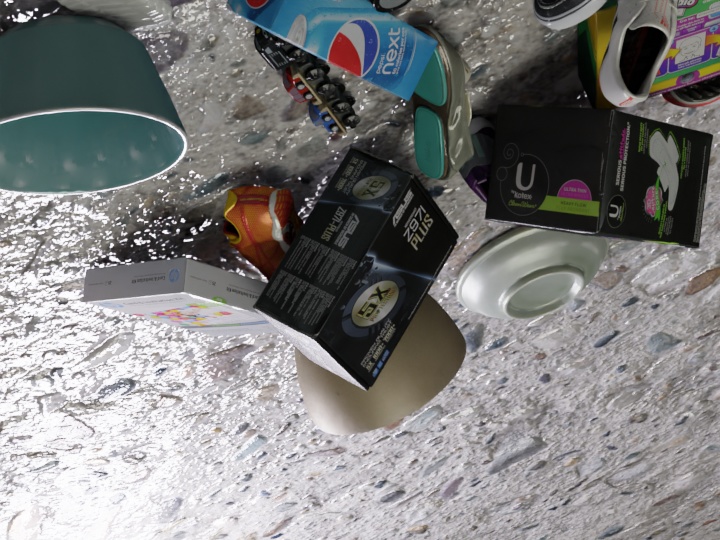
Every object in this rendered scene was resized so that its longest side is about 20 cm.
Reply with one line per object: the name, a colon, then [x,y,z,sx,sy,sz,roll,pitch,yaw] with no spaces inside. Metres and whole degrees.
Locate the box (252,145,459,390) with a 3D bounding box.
box: [0.000,0.000,1.829,0.201,0.086,0.164,-58,150,-10]

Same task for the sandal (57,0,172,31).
sandal: [-0.217,-0.247,1.429,0.082,0.050,0.203,-9,166,11]

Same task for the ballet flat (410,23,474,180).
ballet flat: [0.081,-0.175,1.714,0.064,0.067,0.201,-39,146,-26]

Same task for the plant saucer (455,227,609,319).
plant saucer: [0.215,0.011,2.120,0.198,0.051,0.201,-15,151,-9]

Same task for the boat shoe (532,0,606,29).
boat shoe: [0.214,-0.300,1.571,0.067,0.072,0.200,9,138,-44]

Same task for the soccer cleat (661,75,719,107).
soccer cleat: [0.414,-0.215,1.850,0.198,0.069,0.073,-13,178,-6]

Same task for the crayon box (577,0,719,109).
crayon box: [0.316,-0.252,1.727,0.198,0.059,0.173,-18,150,-3]

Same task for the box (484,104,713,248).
box: [0.247,-0.096,1.800,0.148,0.126,0.199,8,-179,41]

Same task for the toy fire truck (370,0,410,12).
toy fire truck: [0.099,-0.303,1.465,0.199,0.129,0.176,-15,152,-33]

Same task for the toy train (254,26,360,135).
toy train: [-0.051,-0.180,1.652,0.046,0.034,0.200,-23,151,13]

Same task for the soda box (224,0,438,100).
soda box: [-0.023,-0.218,1.548,0.199,0.068,0.065,19,99,-49]

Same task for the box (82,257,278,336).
box: [-0.170,0.031,1.862,0.155,0.042,0.199,-5,163,39]

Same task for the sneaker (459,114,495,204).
sneaker: [0.150,-0.088,1.872,0.074,0.088,0.200,-31,149,20]

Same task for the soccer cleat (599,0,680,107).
soccer cleat: [0.266,-0.247,1.596,0.068,0.085,0.202,14,98,-8]

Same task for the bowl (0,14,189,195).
bowl: [-0.251,-0.146,1.486,0.199,0.106,0.201,-7,164,-2]

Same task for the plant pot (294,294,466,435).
plant pot: [0.003,0.071,1.984,0.199,0.201,0.135,-25,114,10]

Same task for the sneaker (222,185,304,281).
sneaker: [-0.102,-0.038,1.847,0.076,0.074,0.200,6,153,10]
